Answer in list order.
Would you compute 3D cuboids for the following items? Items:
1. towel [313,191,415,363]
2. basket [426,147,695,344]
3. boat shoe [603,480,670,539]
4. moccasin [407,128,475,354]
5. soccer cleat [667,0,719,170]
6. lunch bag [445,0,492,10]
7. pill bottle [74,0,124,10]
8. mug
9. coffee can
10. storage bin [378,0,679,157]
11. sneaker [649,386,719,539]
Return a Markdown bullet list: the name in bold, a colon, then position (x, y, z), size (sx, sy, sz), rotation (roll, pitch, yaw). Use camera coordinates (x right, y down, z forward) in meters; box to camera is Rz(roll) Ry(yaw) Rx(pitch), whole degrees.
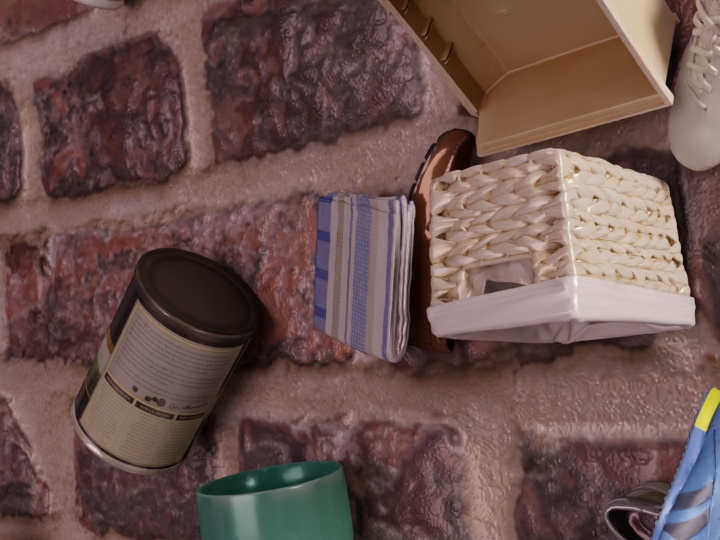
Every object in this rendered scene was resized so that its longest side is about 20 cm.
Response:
- **towel**: position (0.000, 0.000, 1.042), size (0.199, 0.023, 0.150), rotation (-166, 79, -66)
- **basket**: position (0.155, -0.012, 0.845), size (0.134, 0.198, 0.126), rotation (-10, 80, 40)
- **boat shoe**: position (0.277, 0.231, 0.829), size (0.201, 0.064, 0.075), rotation (35, 113, 35)
- **moccasin**: position (0.079, -0.025, 0.990), size (0.077, 0.073, 0.205), rotation (15, 98, 27)
- **soccer cleat**: position (0.267, -0.175, 0.813), size (0.069, 0.086, 0.203), rotation (28, 109, 36)
- **lunch bag**: position (0.110, -0.306, 0.921), size (0.198, 0.139, 0.170), rotation (-14, 102, 42)
- **pill bottle**: position (-0.302, -0.421, 1.281), size (0.111, 0.110, 0.202), rotation (38, 115, 33)
- **mug**: position (-0.077, 0.261, 1.096), size (0.149, 0.185, 0.117), rotation (-9, 89, 16)
- **coffee can**: position (-0.214, 0.100, 1.195), size (0.146, 0.145, 0.202), rotation (46, 119, 30)
- **storage bin**: position (0.115, -0.203, 0.849), size (0.197, 0.200, 0.095), rotation (-12, 47, 41)
- **sneaker**: position (0.260, 0.178, 0.788), size (0.077, 0.066, 0.202), rotation (16, 62, 28)
